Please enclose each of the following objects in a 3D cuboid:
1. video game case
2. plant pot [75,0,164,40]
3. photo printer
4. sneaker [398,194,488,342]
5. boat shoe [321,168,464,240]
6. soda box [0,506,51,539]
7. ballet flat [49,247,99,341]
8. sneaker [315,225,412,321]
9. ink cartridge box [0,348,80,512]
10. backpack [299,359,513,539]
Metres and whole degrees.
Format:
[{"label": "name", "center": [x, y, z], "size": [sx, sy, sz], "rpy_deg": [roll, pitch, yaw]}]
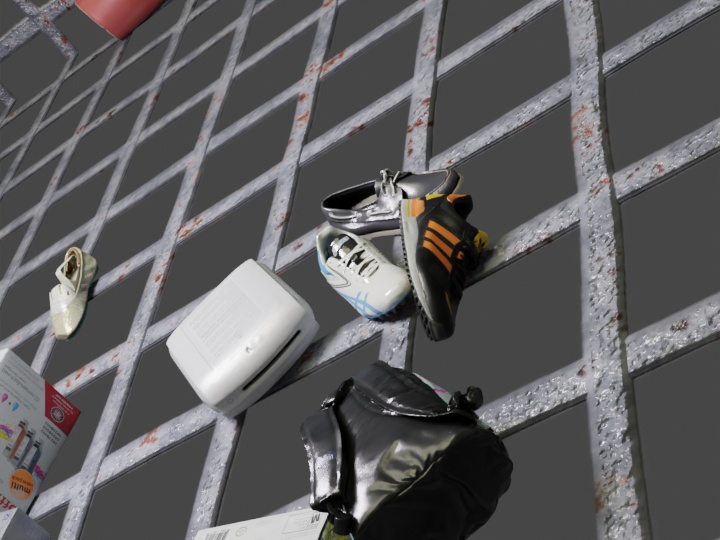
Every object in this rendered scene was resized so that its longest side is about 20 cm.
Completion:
[{"label": "video game case", "center": [-0.112, 0.311, 1.231], "size": [0.199, 0.036, 0.182], "rpy_deg": [-20, 34, 39]}, {"label": "plant pot", "center": [-0.577, -0.666, 3.196], "size": [0.178, 0.200, 0.200], "rpy_deg": [-51, 26, 5]}, {"label": "photo printer", "center": [-0.137, 0.081, 1.572], "size": [0.166, 0.070, 0.200], "rpy_deg": [-45, 27, -5]}, {"label": "sneaker", "center": [0.093, -0.014, 1.391], "size": [0.089, 0.070, 0.201], "rpy_deg": [-14, 41, 6]}, {"label": "boat shoe", "center": [0.033, -0.085, 1.585], "size": [0.199, 0.063, 0.073], "rpy_deg": [-19, 35, 40]}, {"label": "soda box", "center": [-0.443, 0.382, 1.563], "size": [0.068, 0.064, 0.201], "rpy_deg": [-21, 34, 36]}, {"label": "ballet flat", "center": [-0.466, 0.034, 2.114], "size": [0.067, 0.062, 0.201], "rpy_deg": [-33, 28, 20]}, {"label": "sneaker", "center": [0.000, 0.000, 1.498], "size": [0.072, 0.073, 0.200], "rpy_deg": [-44, 27, -7]}, {"label": "ink cartridge box", "center": [-0.502, 0.237, 1.768], "size": [0.144, 0.145, 0.201], "rpy_deg": [-19, 35, 39]}, {"label": "backpack", "center": [0.030, 0.166, 1.146], "size": [0.166, 0.127, 0.200], "rpy_deg": [-34, 24, -8]}]
